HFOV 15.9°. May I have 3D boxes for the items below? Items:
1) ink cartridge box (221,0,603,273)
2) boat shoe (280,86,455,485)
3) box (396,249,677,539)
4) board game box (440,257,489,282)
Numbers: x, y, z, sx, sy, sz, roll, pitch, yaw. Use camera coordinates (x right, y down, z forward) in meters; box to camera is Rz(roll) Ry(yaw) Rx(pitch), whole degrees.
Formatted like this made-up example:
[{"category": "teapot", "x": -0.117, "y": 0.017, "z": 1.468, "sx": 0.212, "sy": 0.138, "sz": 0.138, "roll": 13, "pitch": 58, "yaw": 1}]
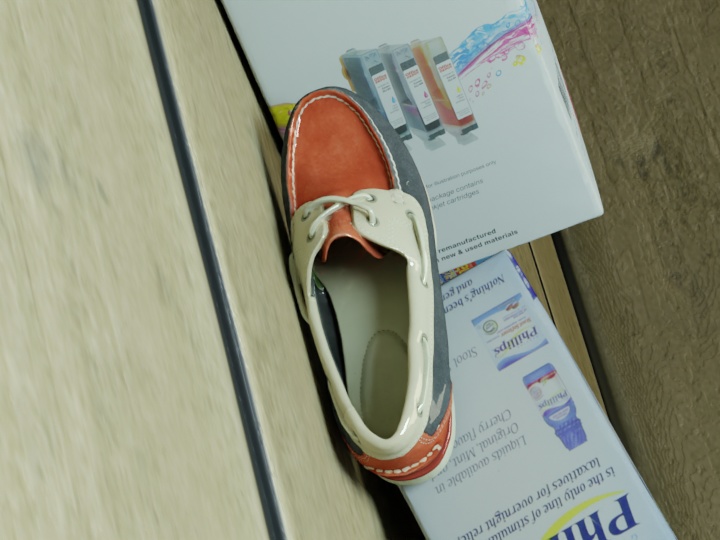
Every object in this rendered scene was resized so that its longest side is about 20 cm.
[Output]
[{"category": "ink cartridge box", "x": 0.023, "y": -0.118, "z": 1.350, "sx": 0.146, "sy": 0.144, "sz": 0.201, "roll": -94, "pitch": 163, "yaw": -63}, {"category": "boat shoe", "x": 0.000, "y": 0.000, "z": 1.199, "sx": 0.063, "sy": 0.071, "sz": 0.201, "roll": 47, "pitch": 29, "yaw": -66}, {"category": "box", "x": 0.091, "y": 0.122, "z": 1.274, "sx": 0.201, "sy": 0.105, "sz": 0.184, "roll": 62, "pitch": 3, "yaw": 26}, {"category": "board game box", "x": 0.045, "y": -0.078, "z": 1.758, "sx": 0.200, "sy": 0.056, "sz": 0.197, "roll": 53, "pitch": 19, "yaw": -68}]
